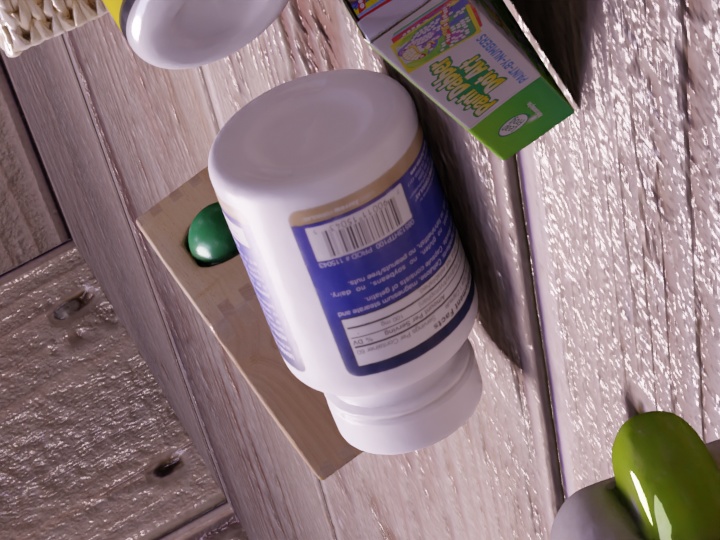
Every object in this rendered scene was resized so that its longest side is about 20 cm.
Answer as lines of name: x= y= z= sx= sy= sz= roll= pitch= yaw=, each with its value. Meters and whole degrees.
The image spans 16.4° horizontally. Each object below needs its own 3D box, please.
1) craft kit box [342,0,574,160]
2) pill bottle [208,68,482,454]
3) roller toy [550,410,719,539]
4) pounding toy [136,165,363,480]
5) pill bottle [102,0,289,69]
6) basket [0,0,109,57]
craft kit box: x=0.001 y=-0.155 z=1.031 sx=0.198 sy=0.048 sz=0.200 roll=62 pitch=-169 yaw=17
pill bottle: x=0.000 y=0.000 z=1.398 sx=0.120 sy=0.119 sz=0.201 roll=48 pitch=162 yaw=54
roller toy: x=0.162 y=0.150 z=0.923 sx=0.200 sy=0.139 sz=0.183 roll=78 pitch=173 yaw=-63
pounding toy: x=-0.037 y=0.003 z=1.629 sx=0.200 sy=0.142 sz=0.184 roll=57 pitch=176 yaw=-36
pill bottle: x=-0.127 y=-0.226 z=1.474 sx=0.201 sy=0.112 sz=0.112 roll=58 pitch=169 yaw=25
basket: x=-0.214 y=-0.271 z=1.663 sx=0.201 sy=0.160 sz=0.198 roll=68 pitch=169 yaw=-20
